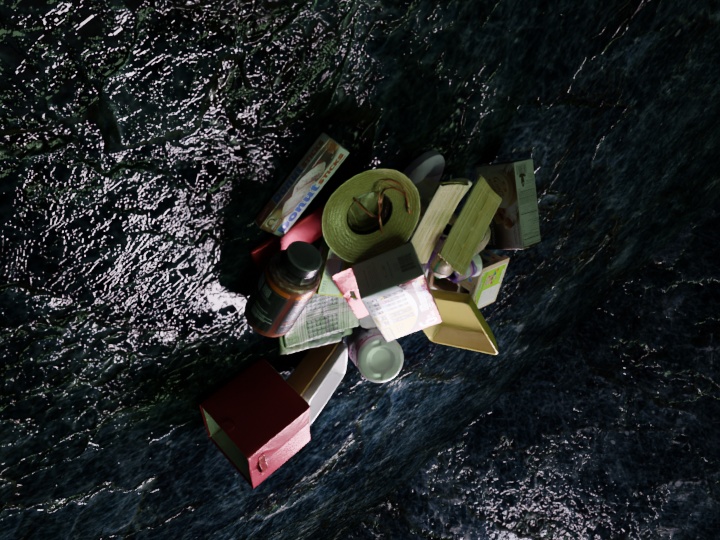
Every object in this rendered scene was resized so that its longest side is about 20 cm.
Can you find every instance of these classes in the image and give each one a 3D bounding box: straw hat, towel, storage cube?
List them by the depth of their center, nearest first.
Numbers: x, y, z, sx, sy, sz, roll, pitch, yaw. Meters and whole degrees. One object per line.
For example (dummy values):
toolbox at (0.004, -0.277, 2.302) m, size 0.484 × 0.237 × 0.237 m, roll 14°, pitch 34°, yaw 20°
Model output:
straw hat at (0.013, -0.119, 1.252) m, size 0.200 × 0.085 × 0.202 m, roll -7°, pitch 120°, yaw -13°
towel at (-0.086, 0.081, 1.386) m, size 0.192 × 0.035 × 0.201 m, roll -14°, pitch 123°, yaw -30°
storage cube at (-0.235, 0.344, 1.460) m, size 0.179 × 0.200 × 0.172 m, roll -35°, pitch 150°, yaw -28°

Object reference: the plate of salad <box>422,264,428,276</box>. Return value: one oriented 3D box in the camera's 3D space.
plate of salad at (0.190, -0.005, 1.670) m, size 0.200 × 0.048 × 0.201 m, roll -32°, pitch 139°, yaw -32°

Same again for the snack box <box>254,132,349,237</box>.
snack box at (-0.104, -0.150, 1.145) m, size 0.200 × 0.024 × 0.072 m, roll -50°, pitch 151°, yaw 11°

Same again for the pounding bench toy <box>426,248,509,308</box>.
pounding bench toy at (0.245, 0.032, 1.587) m, size 0.124 × 0.156 × 0.201 m, roll -19°, pitch 131°, yaw -44°

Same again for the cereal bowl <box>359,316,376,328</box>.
cereal bowl at (0.047, 0.038, 1.520) m, size 0.199 × 0.083 × 0.201 m, roll -31°, pitch 149°, yaw -21°

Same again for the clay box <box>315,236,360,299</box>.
clay box at (0.000, 0.000, 1.355) m, size 0.199 × 0.048 × 0.116 m, roll 8°, pitch 104°, yaw -33°

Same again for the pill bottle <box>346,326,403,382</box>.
pill bottle at (0.028, 0.194, 1.577) m, size 0.113 × 0.114 × 0.200 m, roll -41°, pitch -167°, yaw -4°

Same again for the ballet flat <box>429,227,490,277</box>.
ballet flat at (0.227, -0.059, 1.398) m, size 0.200 × 0.068 × 0.067 m, roll -45°, pitch 159°, yaw -30°

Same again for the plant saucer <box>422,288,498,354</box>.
plant saucer at (0.215, 0.108, 1.511) m, size 0.049 × 0.199 × 0.200 m, roll -58°, pitch 132°, yaw -25°

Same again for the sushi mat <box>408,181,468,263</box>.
sushi mat at (0.146, -0.092, 1.290) m, size 0.095 × 0.012 × 0.201 m, roll -9°, pitch 135°, yaw -43°

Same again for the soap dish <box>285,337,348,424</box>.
soap dish at (-0.110, 0.264, 1.565) m, size 0.200 × 0.081 × 0.158 m, roll -53°, pitch 160°, yaw -35°

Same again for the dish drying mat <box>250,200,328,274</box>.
dish drying mat at (-0.122, -0.068, 1.239) m, size 0.199 × 0.018 × 0.077 m, roll -34°, pitch 150°, yaw -16°

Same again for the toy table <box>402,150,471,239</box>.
toy table at (0.139, -0.141, 1.369) m, size 0.183 × 0.117 × 0.201 m, roll -5°, pitch 132°, yaw -49°

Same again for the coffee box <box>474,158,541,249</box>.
coffee box at (0.348, -0.154, 1.513) m, size 0.079 × 0.114 × 0.201 m, roll -17°, pitch 103°, yaw -39°

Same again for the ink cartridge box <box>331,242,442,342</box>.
ink cartridge box at (0.057, 0.057, 1.300) m, size 0.175 × 0.084 × 0.200 m, roll -21°, pitch 145°, yaw 6°

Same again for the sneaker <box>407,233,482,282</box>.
sneaker at (0.176, -0.033, 1.467) m, size 0.088 × 0.200 × 0.081 m, roll -36°, pitch 141°, yaw -33°

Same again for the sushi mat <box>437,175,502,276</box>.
sushi mat at (0.231, -0.093, 1.348) m, size 0.096 × 0.012 × 0.201 m, roll 40°, pitch 74°, yaw -40°

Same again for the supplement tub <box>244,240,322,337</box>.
supplement tub at (-0.142, 0.033, 1.219) m, size 0.107 × 0.107 × 0.200 m, roll -15°, pitch 152°, yaw -41°
